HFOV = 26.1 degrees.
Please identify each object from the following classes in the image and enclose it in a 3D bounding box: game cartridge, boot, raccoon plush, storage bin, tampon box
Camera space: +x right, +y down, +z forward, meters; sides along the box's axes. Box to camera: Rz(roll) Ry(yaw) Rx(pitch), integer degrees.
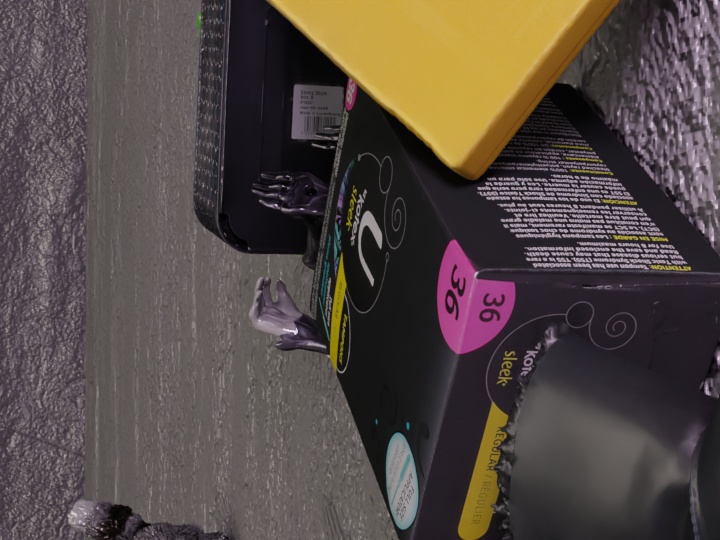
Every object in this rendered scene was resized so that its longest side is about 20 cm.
[{"bbox_3d":[0.037,-0.168,0.700,0.200,0.032,0.177,45,102,27],"label":"game cartridge"},{"bbox_3d":[0.124,0.055,0.572,0.162,0.073,0.201,19,115,51],"label":"boot"},{"bbox_3d":[-0.206,0.301,1.541,0.134,0.198,0.098,-168,93,-86],"label":"raccoon plush"},{"bbox_3d":[-0.039,-0.117,1.073,0.094,0.134,0.203,-154,65,-71],"label":"storage bin"},{"bbox_3d":[0.065,0.014,0.744,0.201,0.125,0.151,-116,31,-56],"label":"tampon box"}]

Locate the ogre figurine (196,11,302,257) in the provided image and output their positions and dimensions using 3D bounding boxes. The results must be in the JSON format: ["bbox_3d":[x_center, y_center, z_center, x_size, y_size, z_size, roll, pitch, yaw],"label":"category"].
[{"bbox_3d":[-0.065,-0.109,1.191,0.098,0.200,0.120,-43,9,13],"label":"ogre figurine"}]

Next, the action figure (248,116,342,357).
[{"bbox_3d":[0.000,0.000,0.918,0.101,0.119,0.201,24,149,31],"label":"action figure"}]
